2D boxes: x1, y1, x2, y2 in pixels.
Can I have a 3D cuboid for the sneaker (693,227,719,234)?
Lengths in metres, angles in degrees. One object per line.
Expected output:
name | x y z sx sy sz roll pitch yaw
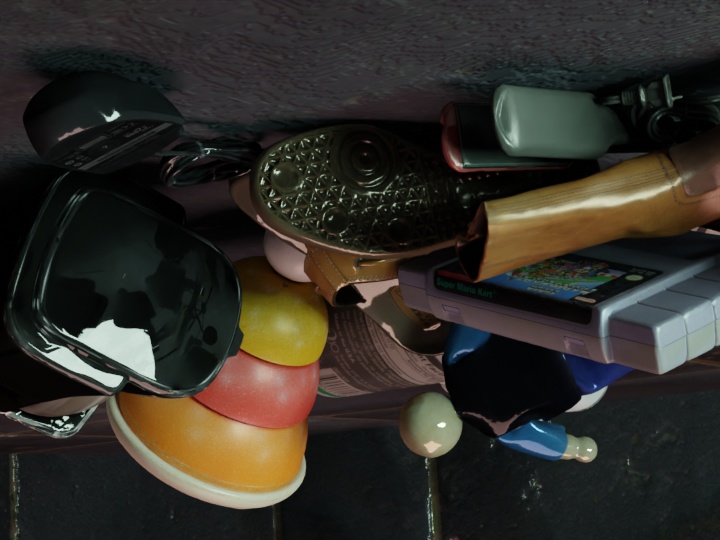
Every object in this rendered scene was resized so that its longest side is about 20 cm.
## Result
sneaker | 0.231 -0.027 1.031 0.114 0.076 0.200 2 165 18

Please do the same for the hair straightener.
hair straightener | 0.136 -0.069 0.777 0.199 0.041 0.077 3 169 -38

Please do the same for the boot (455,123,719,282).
boot | 0.149 -0.052 0.726 0.198 0.069 0.188 -10 173 -10

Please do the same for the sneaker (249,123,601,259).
sneaker | 0.031 -0.036 0.842 0.198 0.071 0.075 0 169 -19

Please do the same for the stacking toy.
stacking toy | -0.068 0.040 1.014 0.145 0.201 0.146 24 -159 -10

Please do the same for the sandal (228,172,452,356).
sandal | 0.000 0.000 0.903 0.081 0.055 0.200 -18 134 26

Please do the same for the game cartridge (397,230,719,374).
game cartridge | 0.126 0.004 0.830 0.129 0.039 0.199 -17 -162 -34

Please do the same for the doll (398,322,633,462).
doll | 0.114 0.057 0.942 0.199 0.137 0.048 -29 -162 -4

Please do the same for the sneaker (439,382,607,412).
sneaker | 0.111 0.065 1.098 0.071 0.073 0.199 42 166 -33

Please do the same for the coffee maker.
coffee maker | -0.193 0.022 0.906 0.191 0.136 0.200 3 168 -31

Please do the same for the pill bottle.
pill bottle | 0.044 0.020 1.052 0.199 0.114 0.113 -13 167 42

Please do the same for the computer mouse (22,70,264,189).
computer mouse | -0.098 -0.068 0.744 0.058 0.034 0.200 -25 170 16
